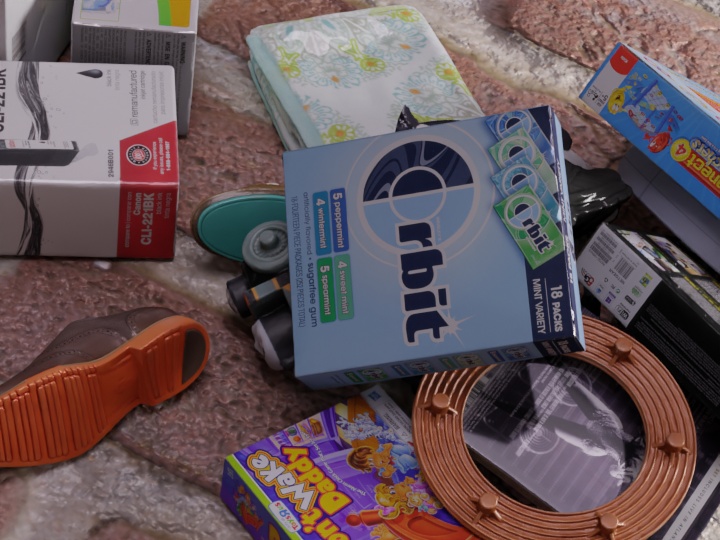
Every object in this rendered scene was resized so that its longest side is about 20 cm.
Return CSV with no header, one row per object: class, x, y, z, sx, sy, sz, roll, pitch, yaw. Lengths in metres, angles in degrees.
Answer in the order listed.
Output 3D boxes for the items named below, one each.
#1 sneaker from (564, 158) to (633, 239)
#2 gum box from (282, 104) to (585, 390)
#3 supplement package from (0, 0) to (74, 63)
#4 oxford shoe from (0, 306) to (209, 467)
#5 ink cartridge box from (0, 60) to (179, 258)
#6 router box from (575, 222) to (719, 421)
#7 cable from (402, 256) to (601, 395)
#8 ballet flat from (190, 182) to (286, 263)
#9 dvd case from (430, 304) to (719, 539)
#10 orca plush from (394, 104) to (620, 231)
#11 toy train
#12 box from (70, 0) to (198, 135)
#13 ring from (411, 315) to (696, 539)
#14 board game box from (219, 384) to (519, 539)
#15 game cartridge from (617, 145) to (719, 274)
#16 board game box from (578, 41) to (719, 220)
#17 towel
sneaker,0.140,-0.063,1.447,0.091,0.076,0.200,57,28,9
gum box,0.049,-0.015,1.344,0.199,0.045,0.171,-10,70,15
supplement package,-0.353,-0.242,1.582,0.199,0.152,0.151,17,45,7
oxford shoe,-0.205,0.080,1.357,0.199,0.072,0.073,-23,35,-37
ink cartridge box,-0.245,-0.088,1.495,0.199,0.084,0.145,0,46,-9
router box,0.268,0.049,1.422,0.149,0.051,0.200,8,33,-51
cable,0.100,0.048,1.442,0.162,0.051,0.200,12,45,2
ballet flat,-0.039,-0.044,1.508,0.199,0.068,0.072,-3,26,-13
dvd case,0.169,0.115,1.362,0.200,0.016,0.149,36,61,8
orca plush,0.108,-0.069,1.557,0.199,0.071,0.106,4,72,-19
toy train,0.000,0.000,1.423,0.199,0.085,0.114,-25,53,-3
box,-0.188,-0.224,1.621,0.101,0.113,0.201,4,43,-6
ring,0.135,0.108,1.323,0.199,0.019,0.201,3,54,-4
board game box,0.016,0.181,1.297,0.134,0.045,0.200,-24,54,-29
game cartridge,0.293,-0.023,1.507,0.200,0.041,0.133,47,14,33
board game box,0.298,-0.085,1.530,0.196,0.056,0.200,46,17,31
towel,0.006,-0.149,1.626,0.170,0.048,0.200,-10,48,-18
